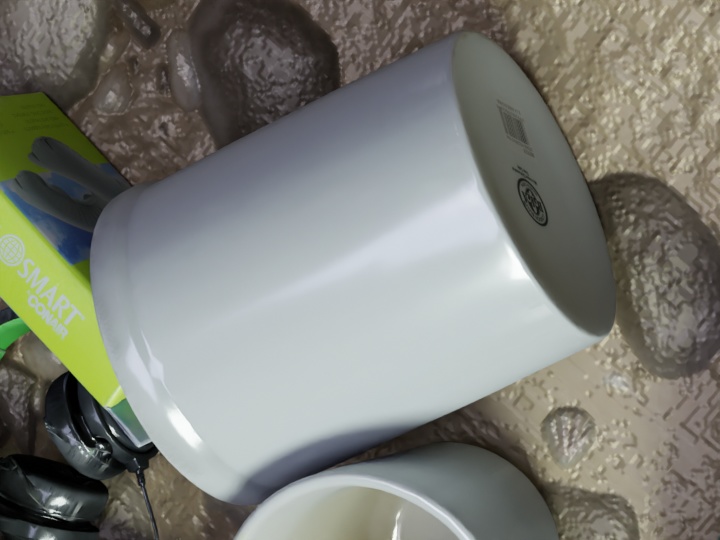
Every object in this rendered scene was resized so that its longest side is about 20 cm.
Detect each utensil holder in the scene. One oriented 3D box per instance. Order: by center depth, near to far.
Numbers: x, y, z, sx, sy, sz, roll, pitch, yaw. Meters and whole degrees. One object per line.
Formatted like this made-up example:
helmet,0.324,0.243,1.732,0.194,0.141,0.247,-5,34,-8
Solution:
utensil holder,0.000,0.000,0.923,0.199,0.170,0.171,-24,89,23

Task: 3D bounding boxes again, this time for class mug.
mug,0.015,0.161,0.950,0.186,0.153,0.150,-31,87,25

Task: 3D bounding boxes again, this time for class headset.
headset,-0.160,0.102,1.041,0.200,0.094,0.124,41,103,26

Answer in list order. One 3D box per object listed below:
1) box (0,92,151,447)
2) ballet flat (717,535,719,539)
box,-0.144,-0.006,1.006,0.200,0.122,0.048,46,111,10
ballet flat,0.221,0.089,0.903,0.075,0.068,0.201,19,104,3
